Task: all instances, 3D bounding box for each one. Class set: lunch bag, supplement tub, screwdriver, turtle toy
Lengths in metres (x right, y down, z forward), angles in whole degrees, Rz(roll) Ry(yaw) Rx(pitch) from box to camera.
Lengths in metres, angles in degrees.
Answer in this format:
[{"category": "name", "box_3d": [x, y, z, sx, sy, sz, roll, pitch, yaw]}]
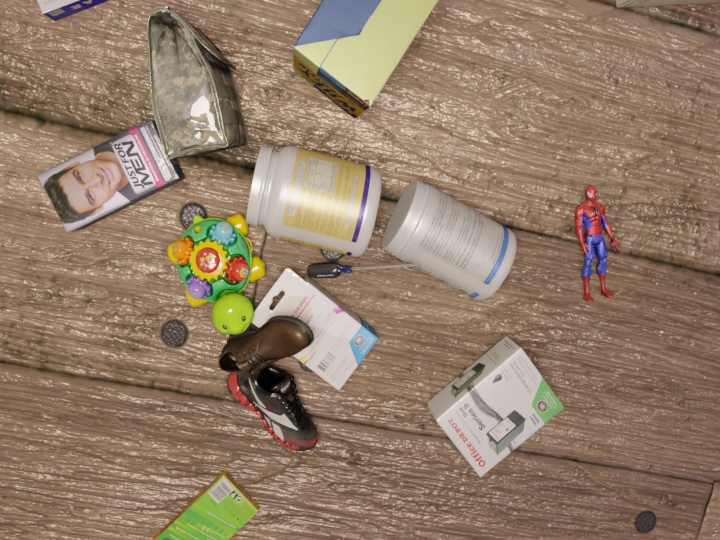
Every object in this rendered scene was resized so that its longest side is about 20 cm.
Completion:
[{"category": "lunch bag", "box_3d": [-0.248, -0.280, 0.911, 0.114, 0.164, 0.206, -12, 101, 1]}, {"category": "supplement tub", "box_3d": [0.148, -0.049, 1.012, 0.196, 0.132, 0.134, 27, 95, -11]}, {"category": "screwdriver", "box_3d": [0.000, 0.000, 1.016, 0.194, 0.028, 0.030, 2, 110, 20]}, {"category": "turtle toy", "box_3d": [-0.230, 0.005, 0.981, 0.143, 0.101, 0.205, -23, 92, -2]}, {"category": "supplement tub", "box_3d": [-0.075, -0.114, 0.968, 0.194, 0.145, 0.150, 13, 98, -9]}]

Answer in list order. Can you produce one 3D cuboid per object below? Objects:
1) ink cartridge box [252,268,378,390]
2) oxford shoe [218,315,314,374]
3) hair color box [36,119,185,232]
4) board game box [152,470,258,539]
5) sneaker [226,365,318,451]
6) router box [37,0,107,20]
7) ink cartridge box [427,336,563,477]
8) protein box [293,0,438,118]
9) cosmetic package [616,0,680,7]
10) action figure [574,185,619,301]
[{"category": "ink cartridge box", "box_3d": [-0.081, 0.094, 1.039, 0.199, 0.068, 0.116, 39, 94, -11]}, {"category": "oxford shoe", "box_3d": [-0.152, 0.129, 0.960, 0.197, 0.085, 0.073, -22, 116, 37]}, {"category": "hair color box", "box_3d": [-0.395, -0.150, 0.967, 0.196, 0.061, 0.101, -26, 101, -1]}, {"category": "board game box", "box_3d": [-0.288, 0.467, 1.096, 0.199, 0.030, 0.096, -43, 101, -1]}, {"category": "sneaker", "box_3d": [-0.136, 0.230, 1.040, 0.201, 0.071, 0.097, 47, 125, -10]}, {"category": "router box", "box_3d": [-0.418, -0.508, 0.912, 0.195, 0.049, 0.184, -22, 101, -3]}, {"category": "ink cartridge box", "box_3d": [0.241, 0.246, 1.093, 0.199, 0.084, 0.147, -40, 101, 1]}, {"category": "protein box", "box_3d": [0.004, -0.360, 0.909, 0.133, 0.200, 0.201, 33, 94, -11]}, {"category": "cosmetic package", "box_3d": [0.537, -0.507, 1.013, 0.194, 0.073, 0.107, -4, 99, -6]}, {"category": "action figure", "box_3d": [0.423, -0.049, 1.088, 0.063, 0.052, 0.206, -9, 98, -1]}]
